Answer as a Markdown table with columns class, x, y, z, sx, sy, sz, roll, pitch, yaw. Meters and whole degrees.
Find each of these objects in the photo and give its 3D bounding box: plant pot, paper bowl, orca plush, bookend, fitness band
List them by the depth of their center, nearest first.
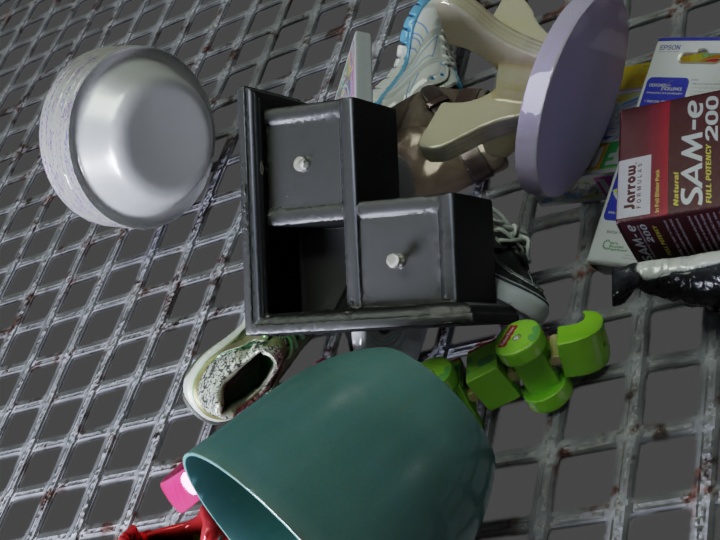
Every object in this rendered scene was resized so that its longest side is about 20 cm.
| class | x | y | z | sx | sy | sz | roll | pitch | yaw |
| --- | --- | --- | --- | --- | --- | --- | --- | --- | --- |
| orca plush | 0.278 | 0.018 | 1.024 | 0.199 | 0.105 | 0.071 | -6 | 82 | 7 |
| plant pot | -0.001 | 0.152 | 1.037 | 0.161 | 0.201 | 0.200 | -42 | 33 | -20 |
| bookend | 0.012 | -0.051 | 1.142 | 0.199 | 0.092 | 0.200 | -3 | 87 | 28 |
| fitness band | -0.087 | 0.133 | 1.189 | 0.143 | 0.038 | 0.200 | -33 | 1 | 22 |
| paper bowl | -0.243 | -0.146 | 1.596 | 0.104 | 0.201 | 0.201 | 8 | 56 | 46 |

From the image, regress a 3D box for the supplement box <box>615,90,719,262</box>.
| class | x | y | z | sx | sy | sz | roll | pitch | yaw |
| --- | --- | --- | --- | --- | --- | --- | --- | --- | --- |
| supplement box | 0.288 | -0.077 | 1.047 | 0.199 | 0.061 | 0.109 | -10 | 54 | 27 |

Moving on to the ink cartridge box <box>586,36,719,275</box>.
| class | x | y | z | sx | sy | sz | roll | pitch | yaw |
| --- | --- | --- | --- | --- | --- | --- | --- | --- | --- |
| ink cartridge box | 0.252 | -0.089 | 1.150 | 0.094 | 0.037 | 0.201 | 9 | 77 | 45 |

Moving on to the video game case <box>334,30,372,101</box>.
| class | x | y | z | sx | sy | sz | roll | pitch | yaw |
| --- | --- | --- | --- | --- | --- | --- | --- | --- | --- |
| video game case | -0.023 | -0.108 | 1.390 | 0.144 | 0.018 | 0.201 | -91 | 16 | -50 |

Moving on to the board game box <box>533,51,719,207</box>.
| class | x | y | z | sx | sy | sz | roll | pitch | yaw |
| --- | --- | --- | --- | --- | --- | --- | --- | --- | --- |
| board game box | 0.251 | -0.124 | 1.247 | 0.199 | 0.034 | 0.135 | -5 | 47 | 40 |

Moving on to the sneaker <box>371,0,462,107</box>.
| class | x | y | z | sx | sy | sz | roll | pitch | yaw |
| --- | --- | --- | --- | --- | --- | --- | --- | --- | --- |
| sneaker | 0.076 | -0.201 | 1.484 | 0.086 | 0.075 | 0.201 | 6 | 62 | 39 |

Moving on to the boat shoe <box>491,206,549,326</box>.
| class | x | y | z | sx | sy | sz | roll | pitch | yaw |
| --- | --- | --- | --- | --- | --- | --- | --- | --- | --- |
| boat shoe | 0.108 | -0.014 | 1.224 | 0.068 | 0.073 | 0.199 | -55 | 25 | 2 |

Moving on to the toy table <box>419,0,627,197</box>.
| class | x | y | z | sx | sy | sz | roll | pitch | yaw |
| --- | --- | --- | --- | --- | --- | --- | --- | --- | --- |
| toy table | 0.136 | -0.157 | 1.223 | 0.117 | 0.184 | 0.200 | 11 | 45 | 31 |

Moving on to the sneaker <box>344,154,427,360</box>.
| class | x | y | z | sx | sy | sz | roll | pitch | yaw |
| --- | --- | --- | --- | --- | --- | --- | --- | --- | --- |
| sneaker | 0.000 | 0.000 | 1.263 | 0.112 | 0.073 | 0.201 | 0 | 90 | 56 |

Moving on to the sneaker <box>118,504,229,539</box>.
| class | x | y | z | sx | sy | sz | roll | pitch | yaw |
| --- | --- | --- | --- | --- | --- | --- | --- | --- | --- |
| sneaker | -0.179 | 0.246 | 1.189 | 0.199 | 0.085 | 0.077 | -30 | 34 | 13 |

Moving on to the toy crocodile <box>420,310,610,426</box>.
| class | x | y | z | sx | sy | sz | roll | pitch | yaw |
| --- | --- | --- | --- | --- | --- | --- | --- | --- | --- |
| toy crocodile | 0.098 | 0.083 | 1.129 | 0.199 | 0.068 | 0.062 | -24 | 30 | 19 |

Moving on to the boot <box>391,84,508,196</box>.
| class | x | y | z | sx | sy | sz | roll | pitch | yaw |
| --- | --- | --- | --- | --- | --- | --- | --- | --- | --- |
| boot | 0.066 | -0.088 | 1.359 | 0.146 | 0.070 | 0.201 | -12 | 61 | 12 |

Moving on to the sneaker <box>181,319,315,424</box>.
| class | x | y | z | sx | sy | sz | roll | pitch | yaw |
| --- | --- | --- | --- | --- | --- | --- | --- | --- | --- |
| sneaker | -0.073 | 0.063 | 1.298 | 0.200 | 0.077 | 0.089 | -52 | 21 | -4 |
